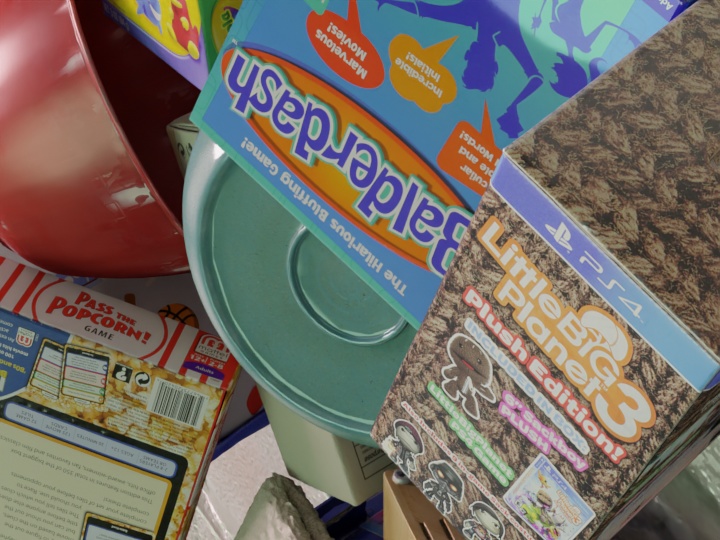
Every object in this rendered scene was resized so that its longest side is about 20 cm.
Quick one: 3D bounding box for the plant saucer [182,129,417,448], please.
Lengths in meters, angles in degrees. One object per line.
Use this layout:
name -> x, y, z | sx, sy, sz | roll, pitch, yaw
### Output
plant saucer -> 0.000, 0.000, 0.863 | 0.199, 0.027, 0.202 | 14, 121, 23

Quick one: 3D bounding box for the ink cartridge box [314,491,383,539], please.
ink cartridge box -> 0.001, 0.212, 1.101 | 0.076, 0.136, 0.201 | 9, 124, 54

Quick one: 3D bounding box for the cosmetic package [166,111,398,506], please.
cosmetic package -> -0.011, 0.002, 0.963 | 0.073, 0.103, 0.201 | 15, 127, 55

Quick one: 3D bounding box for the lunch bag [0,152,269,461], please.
lunch bag -> -0.136, 0.028, 1.123 | 0.200, 0.169, 0.124 | 50, 155, 15

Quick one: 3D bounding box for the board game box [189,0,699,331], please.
board game box -> 0.030, -0.085, 0.737 | 0.152, 0.045, 0.201 | 42, 134, 12

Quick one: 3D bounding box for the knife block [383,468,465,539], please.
knife block -> 0.054, 0.189, 0.940 | 0.200, 0.063, 0.177 | -119, 23, -57

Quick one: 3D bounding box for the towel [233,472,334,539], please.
towel -> -0.027, 0.210, 0.952 | 0.133, 0.034, 0.200 | -64, 36, 24

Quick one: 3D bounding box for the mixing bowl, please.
mixing bowl -> -0.150, -0.073, 1.012 | 0.201, 0.108, 0.201 | 61, -168, -23

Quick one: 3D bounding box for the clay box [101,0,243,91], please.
clay box -> -0.090, -0.191, 0.863 | 0.115, 0.047, 0.201 | 39, 146, 45

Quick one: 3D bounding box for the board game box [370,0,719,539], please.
board game box -> 0.108, 0.005, 0.698 | 0.097, 0.159, 0.200 | 44, 148, 14

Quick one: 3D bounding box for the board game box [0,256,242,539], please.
board game box -> -0.159, 0.105, 1.018 | 0.150, 0.046, 0.201 | 21, 120, 1
